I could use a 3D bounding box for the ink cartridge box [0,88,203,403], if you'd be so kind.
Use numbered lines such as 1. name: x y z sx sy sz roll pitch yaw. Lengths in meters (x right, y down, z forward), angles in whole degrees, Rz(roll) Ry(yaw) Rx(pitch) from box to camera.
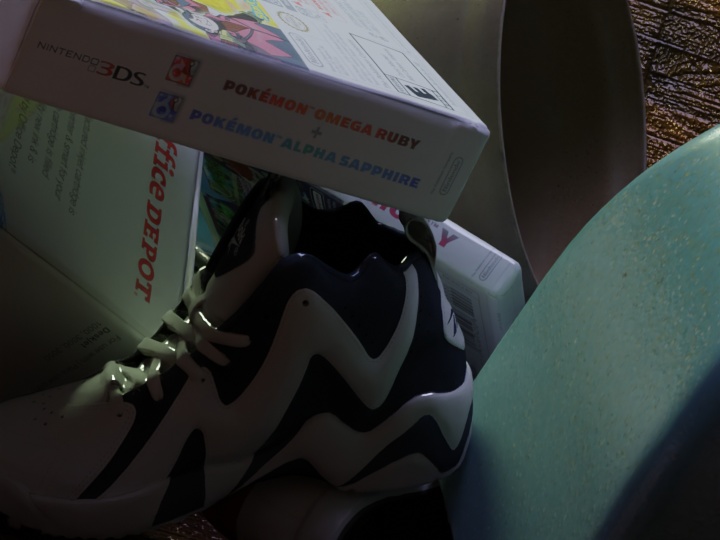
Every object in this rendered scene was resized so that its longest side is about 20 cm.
1. ink cartridge box: -0.161 -0.049 1.063 0.200 0.084 0.145 38 34 -28

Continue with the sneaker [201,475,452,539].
1. sneaker: 0.007 0.086 1.103 0.084 0.073 0.200 25 10 27

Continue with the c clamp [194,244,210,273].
1. c clamp: -0.066 0.025 1.354 0.200 0.027 0.171 41 -16 48

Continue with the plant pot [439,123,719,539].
1. plant pot: 0.161 0.059 0.970 0.195 0.201 0.197 19 24 -14

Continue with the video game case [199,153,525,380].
1. video game case: 0.000 0.000 1.209 0.182 0.023 0.200 32 -17 19

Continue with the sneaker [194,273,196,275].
1. sneaker: -0.022 0.076 1.179 0.199 0.079 0.089 22 27 -33

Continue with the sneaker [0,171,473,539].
1. sneaker: -0.057 0.021 0.988 0.197 0.130 0.080 -4 27 -3

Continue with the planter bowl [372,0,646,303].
1. planter bowl: 0.041 -0.066 1.268 0.134 0.202 0.200 -4 -4 25

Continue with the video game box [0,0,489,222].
1. video game box: -0.069 -0.099 0.998 0.181 0.047 0.200 19 19 -30

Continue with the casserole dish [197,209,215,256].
1. casserole dish: -0.099 -0.009 1.497 0.120 0.039 0.200 19 -19 -2
